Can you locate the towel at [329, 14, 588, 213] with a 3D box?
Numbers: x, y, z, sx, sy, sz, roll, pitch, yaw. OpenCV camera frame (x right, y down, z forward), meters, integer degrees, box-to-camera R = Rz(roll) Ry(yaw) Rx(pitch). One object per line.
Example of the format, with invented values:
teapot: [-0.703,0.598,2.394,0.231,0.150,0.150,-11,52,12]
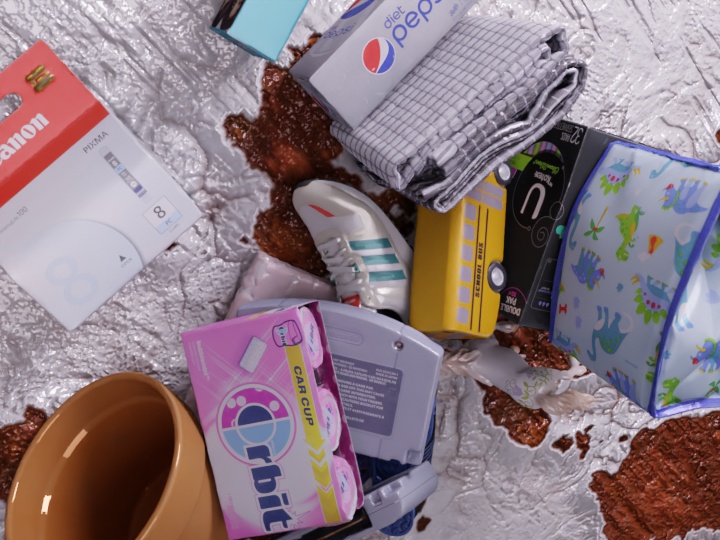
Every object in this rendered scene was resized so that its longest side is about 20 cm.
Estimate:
towel: [0.088,-0.145,0.805,0.200,0.166,0.086,-42,122,-4]

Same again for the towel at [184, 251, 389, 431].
towel: [-0.068,0.101,0.902,0.191,0.032,0.201,22,99,-28]

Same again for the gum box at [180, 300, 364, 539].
gum box: [-0.076,0.138,0.780,0.113,0.066,0.201,-13,92,14]

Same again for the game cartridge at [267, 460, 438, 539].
game cartridge: [-0.020,0.255,0.877,0.200,0.042,0.133,-31,165,19]

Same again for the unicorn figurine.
unicorn figurine: [0.150,0.107,0.948,0.137,0.200,0.074,-18,112,-45]

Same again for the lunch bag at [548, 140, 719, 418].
lunch bag: [0.259,-0.002,0.751,0.127,0.170,0.201,-6,108,-20]

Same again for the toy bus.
toy bus: [0.097,-0.033,0.854,0.078,0.065,0.201,15,75,-40]

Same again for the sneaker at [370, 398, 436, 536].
sneaker: [0.047,0.188,0.952,0.070,0.078,0.201,11,112,9]

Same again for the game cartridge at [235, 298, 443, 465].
game cartridge: [-0.027,0.098,0.823,0.199,0.041,0.134,13,106,9]

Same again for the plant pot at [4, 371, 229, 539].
plant pot: [-0.205,0.214,0.808,0.200,0.200,0.140,-45,136,-2]

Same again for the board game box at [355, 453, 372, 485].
board game box: [-0.053,0.181,0.897,0.157,0.039,0.201,-6,112,-20]

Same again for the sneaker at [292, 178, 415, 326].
sneaker: [0.000,0.000,0.846,0.200,0.070,0.094,46,53,-23]

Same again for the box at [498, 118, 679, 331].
box: [0.202,-0.050,0.892,0.124,0.149,0.201,11,104,-26]

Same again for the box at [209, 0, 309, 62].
box: [-0.055,-0.281,0.744,0.049,0.082,0.200,27,96,-26]

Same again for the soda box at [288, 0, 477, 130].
soda box: [0.030,-0.229,0.807,0.200,0.063,0.068,-47,120,-1]

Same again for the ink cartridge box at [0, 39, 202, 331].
ink cartridge box: [-0.262,-0.069,0.753,0.160,0.047,0.200,-42,120,-4]
